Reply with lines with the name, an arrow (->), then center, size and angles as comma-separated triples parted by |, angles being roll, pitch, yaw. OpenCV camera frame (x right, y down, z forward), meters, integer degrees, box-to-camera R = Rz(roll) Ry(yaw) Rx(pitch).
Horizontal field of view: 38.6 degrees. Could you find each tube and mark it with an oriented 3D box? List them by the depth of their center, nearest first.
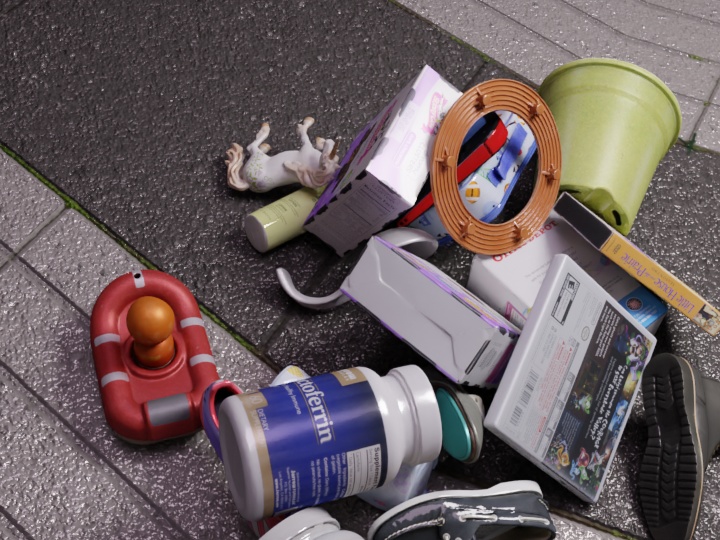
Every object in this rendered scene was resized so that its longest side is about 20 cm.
tube -> -0.059, -0.087, 1.334 | 0.198, 0.052, 0.059 | -28, 97, -33

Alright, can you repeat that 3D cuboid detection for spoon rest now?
spoon rest -> 0.000, 0.000, 1.233 | 0.196, 0.099, 0.062 | -17, 74, 9

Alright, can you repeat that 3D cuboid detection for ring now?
ring -> 0.164, -0.119, 1.194 | 0.198, 0.204, 0.019 | -27, 21, -27

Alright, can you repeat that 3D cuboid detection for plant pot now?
plant pot -> 0.304, -0.137, 1.343 | 0.197, 0.202, 0.187 | 17, 59, 8

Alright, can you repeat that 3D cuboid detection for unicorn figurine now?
unicorn figurine -> -0.087, -0.145, 1.340 | 0.197, 0.074, 0.139 | -23, 36, 22

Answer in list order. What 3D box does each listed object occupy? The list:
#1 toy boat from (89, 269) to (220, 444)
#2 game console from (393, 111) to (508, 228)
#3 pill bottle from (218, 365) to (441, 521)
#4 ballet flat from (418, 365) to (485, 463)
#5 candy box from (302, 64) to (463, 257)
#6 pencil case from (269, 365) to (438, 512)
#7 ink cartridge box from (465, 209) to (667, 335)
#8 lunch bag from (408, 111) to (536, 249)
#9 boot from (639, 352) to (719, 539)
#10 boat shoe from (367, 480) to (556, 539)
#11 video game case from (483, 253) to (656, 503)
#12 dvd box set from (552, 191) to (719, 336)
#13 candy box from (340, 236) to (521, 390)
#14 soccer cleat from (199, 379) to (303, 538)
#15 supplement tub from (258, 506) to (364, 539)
toy boat -> -0.225, 0.077, 1.116 | 0.128, 0.132, 0.202 | -11, 52, -17
game console -> 0.101, -0.145, 1.299 | 0.176, 0.031, 0.201 | -38, 18, 12
pill bottle -> -0.028, 0.157, 0.978 | 0.196, 0.117, 0.117 | -11, 52, -20
ballet flat -> 0.097, 0.144, 1.096 | 0.062, 0.069, 0.200 | -5, 14, -21
candy box -> 0.029, -0.128, 1.245 | 0.071, 0.200, 0.169 | 35, 63, -11
pencil case -> -0.014, 0.178, 1.089 | 0.197, 0.084, 0.092 | 25, 65, 15
ink cartridge box -> 0.242, 0.038, 1.242 | 0.143, 0.085, 0.200 | -29, 60, -29
lunch bag -> 0.144, -0.118, 1.312 | 0.076, 0.159, 0.201 | 46, 50, -17
boot -> 0.379, 0.204, 1.133 | 0.137, 0.077, 0.204 | 18, 72, -34
boat shoe -> 0.106, 0.263, 1.040 | 0.196, 0.077, 0.061 | -11, 46, -15
video game case -> 0.228, 0.117, 1.097 | 0.181, 0.023, 0.203 | 37, 69, -30
dvd box set -> 0.330, -0.009, 1.226 | 0.198, 0.030, 0.147 | 33, 12, -23
candy box -> 0.092, 0.052, 1.130 | 0.167, 0.199, 0.072 | 37, 96, 23
soccer cleat -> -0.102, 0.201, 1.037 | 0.066, 0.077, 0.202 | -28, 76, -19
supplement tub -> -0.018, 0.329, 0.922 | 0.143, 0.146, 0.200 | -28, 58, -28
